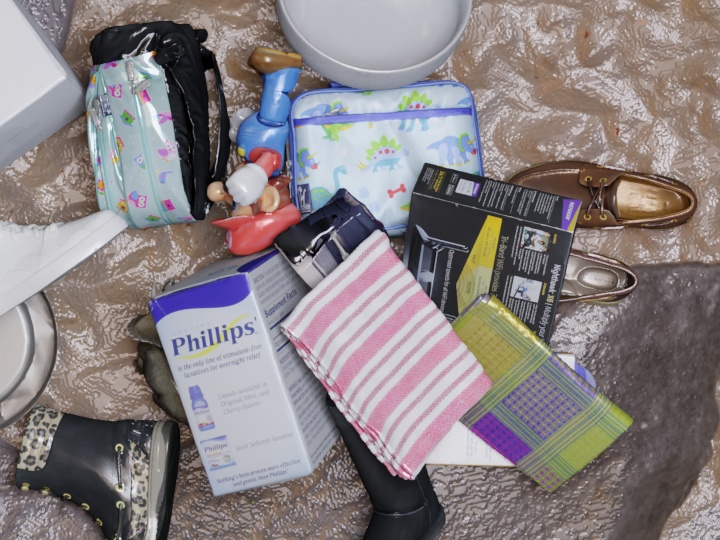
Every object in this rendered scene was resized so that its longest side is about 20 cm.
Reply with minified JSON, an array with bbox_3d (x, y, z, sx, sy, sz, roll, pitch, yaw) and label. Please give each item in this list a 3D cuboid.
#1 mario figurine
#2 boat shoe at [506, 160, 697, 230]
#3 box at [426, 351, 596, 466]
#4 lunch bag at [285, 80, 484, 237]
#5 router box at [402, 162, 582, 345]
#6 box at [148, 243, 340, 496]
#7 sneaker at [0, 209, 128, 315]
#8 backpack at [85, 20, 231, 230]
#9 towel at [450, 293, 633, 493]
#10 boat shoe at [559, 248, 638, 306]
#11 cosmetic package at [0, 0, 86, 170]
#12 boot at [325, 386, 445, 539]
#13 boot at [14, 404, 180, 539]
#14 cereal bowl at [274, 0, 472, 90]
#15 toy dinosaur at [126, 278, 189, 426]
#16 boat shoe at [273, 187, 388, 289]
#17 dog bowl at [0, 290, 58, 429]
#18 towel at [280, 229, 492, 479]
[{"bbox_3d":[-0.112,-0.115,1.503,0.106,0.123,0.200,7,90,29],"label":"mario figurine"},{"bbox_3d":[0.247,-0.077,1.595,0.200,0.068,0.072,3,90,-3],"label":"boat shoe"},{"bbox_3d":[0.141,0.141,1.604,0.200,0.041,0.119,3,90,-5],"label":"box"},{"bbox_3d":[0.023,-0.113,1.578,0.200,0.082,0.161,-3,87,-4],"label":"lunch bag"},{"bbox_3d":[0.120,0.002,1.523,0.157,0.052,0.200,15,133,8],"label":"router box"},{"bbox_3d":[-0.100,0.089,1.501,0.105,0.184,0.200,-15,97,15],"label":"box"},{"bbox_3d":[-0.333,-0.031,1.496,0.200,0.074,0.116,-31,93,5],"label":"sneaker"},{"bbox_3d":[-0.205,-0.141,1.538,0.127,0.167,0.200,-5,97,13],"label":"backpack"},{"bbox_3d":[0.154,0.120,1.536,0.200,0.023,0.144,41,129,-2],"label":"towel"},{"bbox_3d":[0.185,0.001,1.589,0.200,0.072,0.072,10,89,-3],"label":"boat shoe"},{"bbox_3d":[-0.381,-0.162,1.494,0.199,0.200,0.123,-36,89,-3],"label":"cosmetic package"},{"bbox_3d":[0.012,0.202,1.499,0.066,0.165,0.200,1,121,27],"label":"boot"},{"bbox_3d":[-0.270,0.238,1.569,0.154,0.073,0.204,11,95,4],"label":"boot"},{"bbox_3d":[0.008,-0.262,1.559,0.200,0.083,0.200,4,64,-9],"label":"cereal bowl"},{"bbox_3d":[-0.187,0.112,1.554,0.077,0.102,0.200,-19,90,-3],"label":"toy dinosaur"},{"bbox_3d":[0.000,0.000,1.529,0.093,0.200,0.075,-41,54,0],"label":"boat shoe"},{"bbox_3d":[-0.401,0.070,1.564,0.200,0.059,0.200,0,89,-3],"label":"dog bowl"},{"bbox_3d":[0.030,0.079,1.460,0.146,0.030,0.200,-47,110,-29],"label":"towel"}]
